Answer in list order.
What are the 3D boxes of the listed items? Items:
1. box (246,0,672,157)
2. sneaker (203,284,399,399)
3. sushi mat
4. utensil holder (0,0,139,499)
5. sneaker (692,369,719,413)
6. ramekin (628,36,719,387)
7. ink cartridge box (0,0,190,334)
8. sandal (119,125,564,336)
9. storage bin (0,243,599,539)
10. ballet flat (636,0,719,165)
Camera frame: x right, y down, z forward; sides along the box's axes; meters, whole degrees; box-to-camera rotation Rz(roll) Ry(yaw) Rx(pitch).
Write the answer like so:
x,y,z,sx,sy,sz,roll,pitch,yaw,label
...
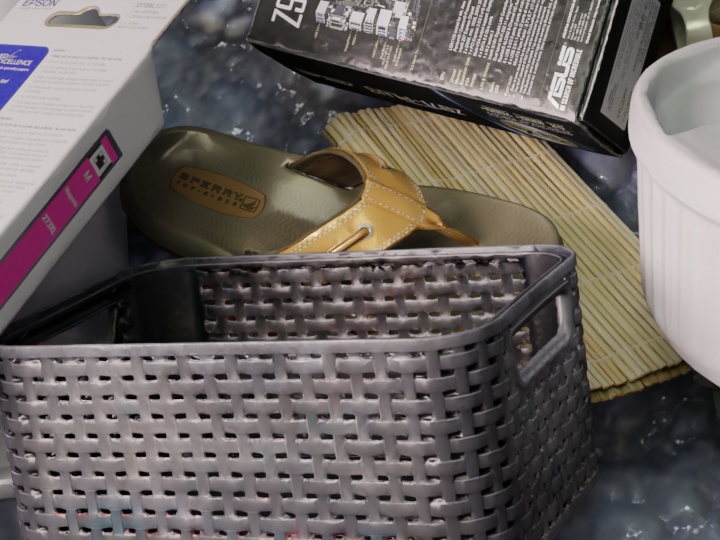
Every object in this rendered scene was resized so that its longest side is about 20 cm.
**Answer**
x,y,z,sx,sy,sz,roll,pitch,yaw,label
0.062,-0.169,0.813,0.164,0.086,0.200,16,89,22,box
0.000,0.000,0.846,0.200,0.077,0.082,31,50,20,sneaker
0.071,-0.017,0.815,0.096,0.012,0.200,-16,48,-26,sushi mat
-0.186,-0.016,0.825,0.170,0.170,0.200,-8,65,8,utensil holder
0.195,0.074,0.732,0.081,0.075,0.200,-31,27,7,sneaker
0.198,-0.016,0.696,0.202,0.094,0.202,3,28,-1,ramekin
-0.145,-0.034,0.703,0.095,0.037,0.200,7,52,35,ink cartridge box
-0.013,-0.024,0.775,0.200,0.054,0.080,18,59,14,sandal
-0.022,0.052,0.687,0.200,0.135,0.094,-3,103,24,storage bin
0.157,-0.081,0.837,0.072,0.072,0.201,-10,66,7,ballet flat
